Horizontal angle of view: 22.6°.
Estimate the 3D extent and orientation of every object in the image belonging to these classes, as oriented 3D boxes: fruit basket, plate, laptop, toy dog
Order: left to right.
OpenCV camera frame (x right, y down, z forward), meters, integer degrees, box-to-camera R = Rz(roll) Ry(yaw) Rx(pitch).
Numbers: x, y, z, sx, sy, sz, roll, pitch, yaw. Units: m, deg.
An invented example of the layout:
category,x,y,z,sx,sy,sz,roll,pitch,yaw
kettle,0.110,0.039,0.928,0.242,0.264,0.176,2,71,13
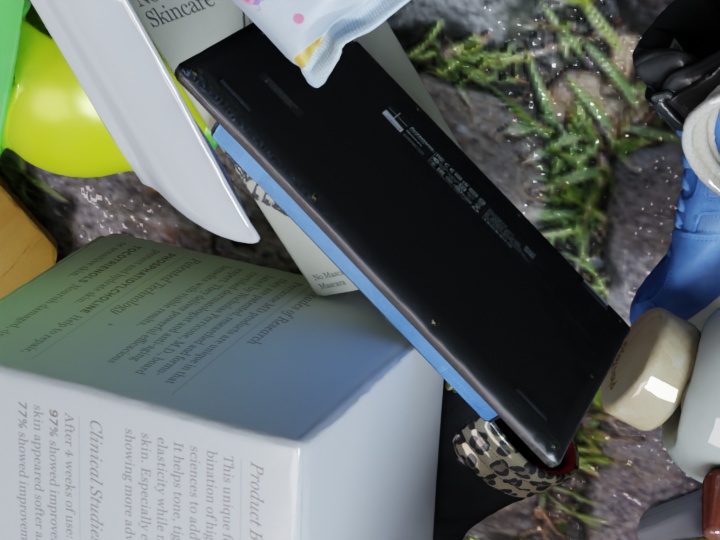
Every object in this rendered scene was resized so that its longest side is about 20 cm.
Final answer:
category,x,y,z,sx,sy,sz,roll,pitch,yaw
fruit basket,-0.167,-0.115,0.871,0.214,0.156,0.216,-10,144,-7
plate,-0.113,-0.117,0.693,0.032,0.200,0.201,-29,117,-1
laptop,0.000,0.000,0.717,0.187,0.200,0.116,45,117,0
toy dog,0.172,0.031,0.697,0.131,0.097,0.201,11,131,-1

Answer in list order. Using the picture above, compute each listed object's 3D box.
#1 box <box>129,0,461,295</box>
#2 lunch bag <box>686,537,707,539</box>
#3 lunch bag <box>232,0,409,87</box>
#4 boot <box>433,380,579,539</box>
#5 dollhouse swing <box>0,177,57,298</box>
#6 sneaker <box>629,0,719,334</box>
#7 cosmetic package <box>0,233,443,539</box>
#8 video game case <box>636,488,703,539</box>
category,x,y,z,sx,sy,sz,roll,pitch,yaw
box,-0.028,-0.089,0.834,0.082,0.069,0.201,-13,119,41
lunch bag,0.223,0.189,0.843,0.169,0.128,0.200,-17,124,43
lunch bag,-0.031,-0.187,0.663,0.127,0.200,0.170,-41,105,15
boot,0.006,0.067,0.957,0.204,0.074,0.153,48,130,-8
dollhouse swing,-0.287,-0.021,1.086,0.181,0.176,0.200,-39,105,4
sneaker,0.147,-0.053,0.745,0.111,0.077,0.200,34,134,-7
cosmetic package,-0.081,0.101,0.873,0.198,0.166,0.169,13,115,22
video game case,0.267,0.171,0.912,0.200,0.022,0.182,47,137,-12
